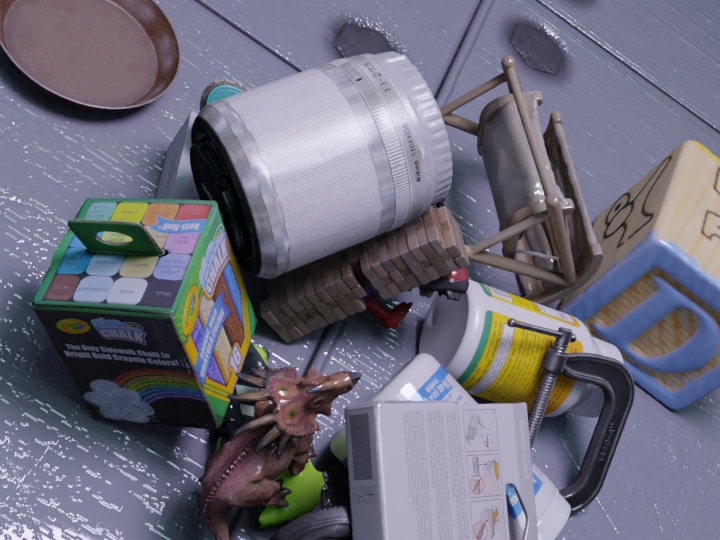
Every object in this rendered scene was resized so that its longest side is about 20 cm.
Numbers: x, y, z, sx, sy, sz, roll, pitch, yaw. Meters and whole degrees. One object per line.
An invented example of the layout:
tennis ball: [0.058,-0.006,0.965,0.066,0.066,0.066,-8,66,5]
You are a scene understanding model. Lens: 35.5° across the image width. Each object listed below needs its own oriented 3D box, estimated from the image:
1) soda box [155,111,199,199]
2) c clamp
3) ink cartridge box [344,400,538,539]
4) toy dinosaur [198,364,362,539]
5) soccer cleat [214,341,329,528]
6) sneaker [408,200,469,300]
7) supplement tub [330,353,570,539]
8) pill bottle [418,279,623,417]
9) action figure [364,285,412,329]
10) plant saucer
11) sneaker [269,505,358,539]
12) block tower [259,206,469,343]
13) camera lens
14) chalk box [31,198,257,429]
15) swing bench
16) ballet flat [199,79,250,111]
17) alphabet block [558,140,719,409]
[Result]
soda box: [-0.165,-0.054,1.094,0.064,0.068,0.200,21,50,-21]
c clamp: [0.195,0.151,1.135,0.170,0.201,0.027,8,11,-24]
ink cartridge box: [0.071,0.208,0.914,0.176,0.045,0.201,6,76,-41]
toy dinosaur: [-0.085,0.148,0.906,0.086,0.136,0.200,32,86,5]
soccer cleat: [-0.103,0.133,1.011,0.081,0.068,0.200,-21,70,-24]
sneaker: [0.056,-0.041,1.153,0.071,0.098,0.200,11,20,-30]
supplement tub: [0.081,0.188,1.042,0.200,0.132,0.132,45,47,4]
pill bottle: [0.172,0.089,1.182,0.199,0.113,0.113,18,51,-21]
action figure: [-0.035,-0.017,1.157,0.200,0.065,0.052,36,89,-6]
plant saucer: [-0.286,-0.240,1.170,0.200,0.034,0.201,17,53,-23]
sneaker: [-0.075,0.269,0.877,0.199,0.060,0.104,-24,55,2]
block tower: [0.000,0.000,1.081,0.054,0.200,0.058,51,21,-43]
camera lens: [-0.040,-0.094,0.996,0.199,0.160,0.160,-22,71,-17]
chalk box: [-0.177,0.020,0.925,0.124,0.200,0.124,4,48,14]
swing bench: [0.180,-0.092,1.256,0.200,0.129,0.199,31,40,-50]
ballet flat: [-0.084,-0.109,1.107,0.200,0.068,0.075,43,4,-18]
alphabet block: [0.379,0.006,1.320,0.196,0.195,0.200,38,48,-7]
